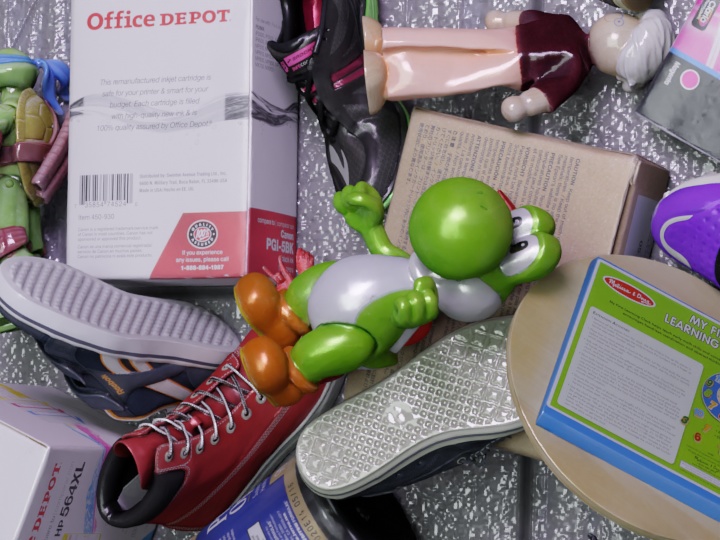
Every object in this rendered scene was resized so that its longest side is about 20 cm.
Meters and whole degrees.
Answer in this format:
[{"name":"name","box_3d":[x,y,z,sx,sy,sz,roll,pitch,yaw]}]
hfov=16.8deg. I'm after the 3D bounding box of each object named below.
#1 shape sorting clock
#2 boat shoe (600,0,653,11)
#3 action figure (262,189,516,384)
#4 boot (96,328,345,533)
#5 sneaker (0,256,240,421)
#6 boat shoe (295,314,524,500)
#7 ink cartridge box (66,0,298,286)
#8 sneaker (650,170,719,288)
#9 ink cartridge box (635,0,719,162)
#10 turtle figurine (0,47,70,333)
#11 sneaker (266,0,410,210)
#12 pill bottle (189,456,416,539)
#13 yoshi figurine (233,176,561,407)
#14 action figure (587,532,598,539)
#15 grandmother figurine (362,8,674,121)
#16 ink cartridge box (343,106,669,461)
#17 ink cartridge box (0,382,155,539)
[{"name":"shape sorting clock","box_3d":[0.177,0.076,1.452,0.201,0.199,0.039,58,146,18]},{"name":"boat shoe","box_3d":[0.168,-0.264,1.569,0.066,0.072,0.202,3,81,32]},{"name":"action figure","box_3d":[0.000,0.000,1.544,0.200,0.065,0.099,-40,79,17]},{"name":"boot","box_3d":[-0.091,0.090,1.619,0.072,0.144,0.201,39,101,25]},{"name":"sneaker","box_3d":[-0.174,0.053,1.635,0.080,0.199,0.079,-53,44,19]},{"name":"boat shoe","box_3d":[0.055,0.086,1.515,0.199,0.062,0.075,-26,71,6]},{"name":"ink cartridge box","box_3d":[-0.121,-0.091,1.682,0.146,0.083,0.202,-1,86,25]},{"name":"sneaker","box_3d":[0.257,0.008,1.464,0.199,0.100,0.070,19,135,23]},{"name":"ink cartridge box","box_3d":[0.277,-0.091,1.515,0.199,0.037,0.095,32,100,20]},{"name":"turtle figurine","box_3d":[-0.283,-0.052,1.729,0.144,0.199,0.195,-23,78,57]},{"name":"sneaker","box_3d":[-0.022,-0.126,1.630,0.077,0.083,0.201,-31,67,43]},{"name":"pill bottle","box_3d":[-0.067,0.212,1.614,0.200,0.112,0.112,-38,71,17]},{"name":"yoshi figurine","box_3d":[0.017,0.000,1.450,0.199,0.112,0.113,-23,91,12]},{"name":"action figure","box_3d":[0.223,0.182,1.474,0.102,0.199,0.120,-126,39,-57]},{"name":"grandmother figurine","box_3d":[0.102,-0.137,1.563,0.198,0.061,0.122,-6,48,2]},{"name":"ink cartridge box","box_3d":[0.094,0.010,1.575,0.164,0.075,0.201,15,92,25]},{"name":"ink cartridge box","box_3d":[-0.238,0.155,1.652,0.125,0.200,0.129,23,96,25]}]
